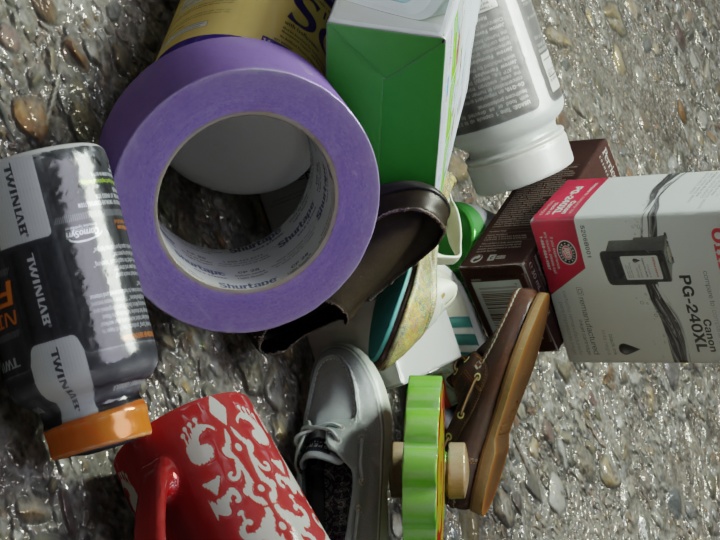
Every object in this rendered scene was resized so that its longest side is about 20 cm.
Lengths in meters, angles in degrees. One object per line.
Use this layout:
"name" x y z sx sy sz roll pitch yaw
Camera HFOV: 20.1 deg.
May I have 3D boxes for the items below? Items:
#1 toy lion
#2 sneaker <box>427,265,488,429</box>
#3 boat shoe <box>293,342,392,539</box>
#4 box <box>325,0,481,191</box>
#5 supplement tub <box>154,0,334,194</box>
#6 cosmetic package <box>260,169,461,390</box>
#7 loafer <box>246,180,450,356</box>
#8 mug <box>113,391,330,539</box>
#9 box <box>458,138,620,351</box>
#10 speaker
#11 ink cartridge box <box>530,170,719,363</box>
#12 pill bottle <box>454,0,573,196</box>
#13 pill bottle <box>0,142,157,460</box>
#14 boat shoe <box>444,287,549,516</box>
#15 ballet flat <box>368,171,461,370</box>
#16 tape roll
"toy lion" 0.050 0.191 1.609 0.192 0.068 0.202 78 14 -72
"sneaker" 0.068 0.073 1.795 0.201 0.070 0.094 58 28 -27
"boat shoe" -0.018 0.152 1.618 0.071 0.070 0.203 24 58 -57
"box" 0.035 -0.165 1.597 0.201 0.096 0.177 92 9 -46
"supplement tub" -0.083 -0.176 1.614 0.146 0.145 0.201 49 38 -32
"cosmetic package" 0.000 0.000 1.712 0.107 0.084 0.202 -16 89 -58
"loafer" -0.009 0.007 1.576 0.073 0.199 0.072 39 25 -38
"mug" -0.084 0.189 1.384 0.201 0.133 0.178 62 -3 20
"box" 0.174 -0.024 1.852 0.200 0.074 0.101 -55 130 -42
"speaker" 0.130 -0.004 1.920 0.199 0.088 0.089 22 56 -52
"ink cartridge box" 0.264 -0.002 1.745 0.083 0.199 0.146 -40 120 -47
"pill bottle" 0.116 -0.177 1.819 0.114 0.113 0.202 -36 109 -58
"pill bottle" -0.198 0.024 1.366 0.106 0.106 0.202 -8 81 -58
"boat shoe" 0.104 0.106 1.740 0.202 0.070 0.070 -71 162 -1
"ballet flat" 0.050 -0.005 1.644 0.071 0.070 0.201 40 44 -41
"tape roll" -0.090 -0.062 1.481 0.201 0.199 0.085 54 2 -26
